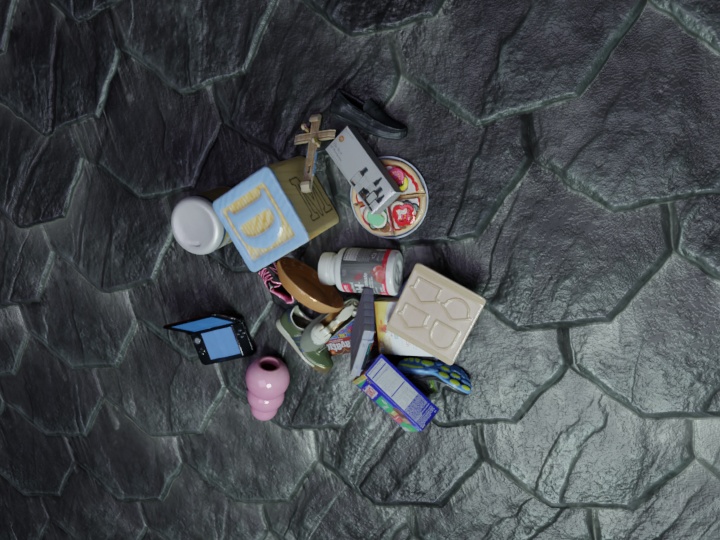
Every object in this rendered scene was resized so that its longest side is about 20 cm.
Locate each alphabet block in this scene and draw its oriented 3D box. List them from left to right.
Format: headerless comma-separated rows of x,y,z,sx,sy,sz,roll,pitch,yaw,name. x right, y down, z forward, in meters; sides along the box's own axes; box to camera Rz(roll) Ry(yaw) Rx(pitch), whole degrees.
-0.201,-0.142,1.435,0.194,0.200,0.198,-26,97,26,alphabet block

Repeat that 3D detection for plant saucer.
-0.130,0.041,1.466,0.199,0.200,0.038,39,103,5,plant saucer

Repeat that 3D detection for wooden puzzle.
0.179,0.101,1.400,0.184,0.046,0.202,28,115,11,wooden puzzle

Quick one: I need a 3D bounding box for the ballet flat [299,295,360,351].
-0.077,0.137,1.511,0.199,0.064,0.068,-40,98,-2,ballet flat

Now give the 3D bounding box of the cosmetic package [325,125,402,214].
0.007,-0.235,1.383,0.082,0.051,0.201,-41,76,23,cosmetic package

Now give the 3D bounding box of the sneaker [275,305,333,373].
-0.136,0.177,1.566,0.200,0.067,0.090,45,122,6,sneaker

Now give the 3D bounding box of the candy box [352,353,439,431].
0.085,0.315,1.498,0.200,0.169,0.077,44,72,4,candy box

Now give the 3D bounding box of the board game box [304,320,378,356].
-0.048,0.173,1.582,0.198,0.019,0.104,-13,103,24,board game box

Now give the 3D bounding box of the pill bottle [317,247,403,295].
0.000,0.000,1.455,0.197,0.111,0.112,3,109,19,pill bottle

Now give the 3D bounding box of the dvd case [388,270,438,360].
0.162,0.117,1.485,0.200,0.018,0.143,41,117,3,dvd case

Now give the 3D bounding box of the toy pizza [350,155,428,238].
0.065,-0.173,1.418,0.198,0.032,0.203,6,109,19,toy pizza

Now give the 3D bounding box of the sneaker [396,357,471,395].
0.189,0.280,1.507,0.197,0.071,0.084,10,123,19,sneaker

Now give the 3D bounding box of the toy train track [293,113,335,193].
-0.121,-0.283,1.390,0.113,0.032,0.203,-3,72,27,toy train track

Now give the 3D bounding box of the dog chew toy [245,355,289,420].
-0.268,0.342,1.667,0.123,0.125,0.202,20,121,13,dog chew toy

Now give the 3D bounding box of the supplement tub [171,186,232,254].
-0.369,-0.133,1.499,0.143,0.200,0.147,6,109,18,supplement tub

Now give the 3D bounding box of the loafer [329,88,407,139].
0.020,-0.359,1.353,0.199,0.068,0.071,26,124,15,loafer

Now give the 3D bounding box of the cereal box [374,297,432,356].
0.138,0.141,1.468,0.197,0.040,0.146,-1,106,20,cereal box

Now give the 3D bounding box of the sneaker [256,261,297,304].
-0.229,0.018,1.557,0.199,0.095,0.079,38,118,7,sneaker

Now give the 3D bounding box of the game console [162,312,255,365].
-0.430,0.199,1.677,0.198,0.119,0.174,-14,102,24,game console

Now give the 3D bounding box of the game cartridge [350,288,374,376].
0.005,0.156,1.437,0.038,0.131,0.201,3,140,-11,game cartridge
